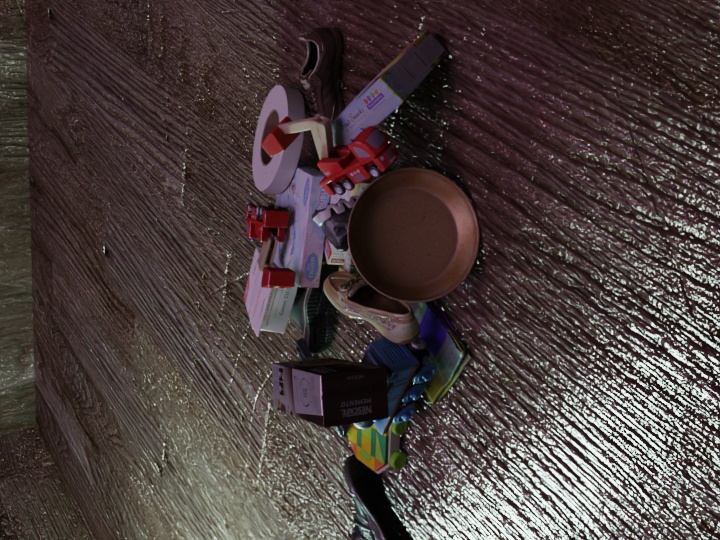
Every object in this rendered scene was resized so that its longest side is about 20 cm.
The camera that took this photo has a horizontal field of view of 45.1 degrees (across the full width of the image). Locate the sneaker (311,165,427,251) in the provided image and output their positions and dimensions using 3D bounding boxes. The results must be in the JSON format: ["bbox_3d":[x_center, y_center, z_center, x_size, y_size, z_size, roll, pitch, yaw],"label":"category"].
[{"bbox_3d":[0.031,-0.089,1.341,0.091,0.200,0.066,64,174,7],"label":"sneaker"}]

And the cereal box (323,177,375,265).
[{"bbox_3d":[-0.027,-0.127,1.495,0.200,0.039,0.144,114,152,-44],"label":"cereal box"}]

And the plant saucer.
[{"bbox_3d":[0.077,-0.052,1.294,0.035,0.199,0.201,163,95,-82],"label":"plant saucer"}]

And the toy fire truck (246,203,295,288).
[{"bbox_3d":[-0.168,-0.047,1.587,0.200,0.049,0.142,-161,74,-67],"label":"toy fire truck"}]

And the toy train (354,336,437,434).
[{"bbox_3d":[0.045,0.188,1.421,0.087,0.114,0.200,53,138,32],"label":"toy train"}]

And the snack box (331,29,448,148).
[{"bbox_3d":[0.030,-0.264,1.318,0.053,0.142,0.200,46,146,-8],"label":"snack box"}]

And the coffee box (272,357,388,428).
[{"bbox_3d":[-0.051,0.187,1.361,0.200,0.113,0.080,-1,91,64],"label":"coffee box"}]

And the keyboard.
[{"bbox_3d":[-0.074,0.217,1.634,0.200,0.021,0.127,59,159,23],"label":"keyboard"}]

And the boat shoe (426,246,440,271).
[{"bbox_3d":[0.083,-0.061,1.384,0.092,0.075,0.201,-14,65,17],"label":"boat shoe"}]

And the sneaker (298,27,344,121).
[{"bbox_3d":[-0.078,-0.321,1.514,0.070,0.075,0.201,21,116,51],"label":"sneaker"}]

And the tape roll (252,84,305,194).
[{"bbox_3d":[-0.156,-0.245,1.627,0.203,0.037,0.204,-173,90,-66],"label":"tape roll"}]

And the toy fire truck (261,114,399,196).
[{"bbox_3d":[-0.048,-0.186,1.308,0.141,0.049,0.200,50,144,-16],"label":"toy fire truck"}]

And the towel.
[{"bbox_3d":[0.098,0.107,1.440,0.200,0.023,0.144,57,140,28],"label":"towel"}]

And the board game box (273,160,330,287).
[{"bbox_3d":[-0.113,-0.092,1.598,0.199,0.043,0.201,-142,57,-64],"label":"board game box"}]

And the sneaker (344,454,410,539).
[{"bbox_3d":[0.008,0.450,1.628,0.114,0.076,0.200,-45,68,44],"label":"sneaker"}]

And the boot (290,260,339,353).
[{"bbox_3d":[-0.104,0.043,1.672,0.138,0.077,0.201,48,135,43],"label":"boot"}]

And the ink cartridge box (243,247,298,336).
[{"bbox_3d":[-0.174,0.045,1.695,0.200,0.067,0.117,-122,46,-64],"label":"ink cartridge box"}]

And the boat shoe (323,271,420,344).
[{"bbox_3d":[0.017,0.044,1.397,0.200,0.073,0.063,29,145,34],"label":"boat shoe"}]

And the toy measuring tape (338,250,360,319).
[{"bbox_3d":[0.000,0.000,1.499,0.074,0.073,0.201,41,139,41],"label":"toy measuring tape"}]

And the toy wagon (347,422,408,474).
[{"bbox_3d":[0.024,0.265,1.580,0.155,0.039,0.201,24,119,49],"label":"toy wagon"}]
